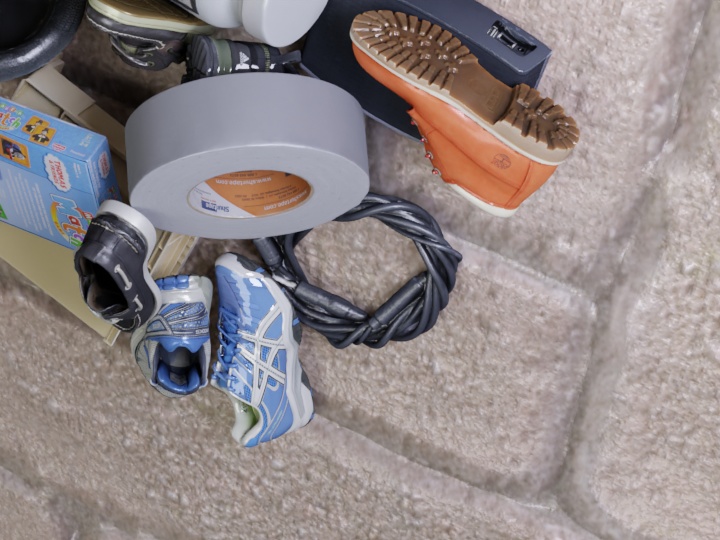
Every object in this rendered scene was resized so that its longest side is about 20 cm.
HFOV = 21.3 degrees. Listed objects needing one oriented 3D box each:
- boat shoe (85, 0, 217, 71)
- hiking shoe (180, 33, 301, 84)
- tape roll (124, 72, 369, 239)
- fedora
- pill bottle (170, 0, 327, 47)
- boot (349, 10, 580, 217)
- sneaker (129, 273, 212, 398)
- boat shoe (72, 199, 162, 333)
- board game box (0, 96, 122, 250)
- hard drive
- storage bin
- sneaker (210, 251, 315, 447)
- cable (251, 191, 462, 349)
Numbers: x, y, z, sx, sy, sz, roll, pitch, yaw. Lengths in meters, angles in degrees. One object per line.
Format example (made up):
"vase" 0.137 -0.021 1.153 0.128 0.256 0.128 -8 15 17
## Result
"boat shoe" -0.174 -0.196 1.584 0.073 0.200 0.065 33 104 15
"hiking shoe" -0.101 -0.142 1.630 0.101 0.076 0.200 1 169 -8
"tape roll" -0.094 -0.091 1.584 0.200 0.200 0.066 -22 64 37
"fedora" -0.334 -0.246 1.700 0.200 0.201 0.092 34 163 8
"pill bottle" -0.124 -0.267 1.551 0.200 0.116 0.116 32 130 22
"boot" 0.064 -0.122 1.524 0.200 0.075 0.107 36 134 3
"sneaker" -0.176 0.083 1.791 0.077 0.085 0.200 -2 152 -7
"boat shoe" -0.212 0.011 1.647 0.074 0.060 0.200 30 155 4
"board game box" -0.303 -0.091 1.679 0.200 0.037 0.151 22 148 18
"hard drive" 0.046 -0.172 1.575 0.200 0.042 0.135 30 129 11
"storage bin" -0.252 -0.069 1.779 0.200 0.094 0.199 38 129 5
"sneaker" -0.100 0.077 1.772 0.076 0.077 0.200 17 131 48
"cable" 0.000 0.000 1.701 0.200 0.051 0.163 -1 117 30
